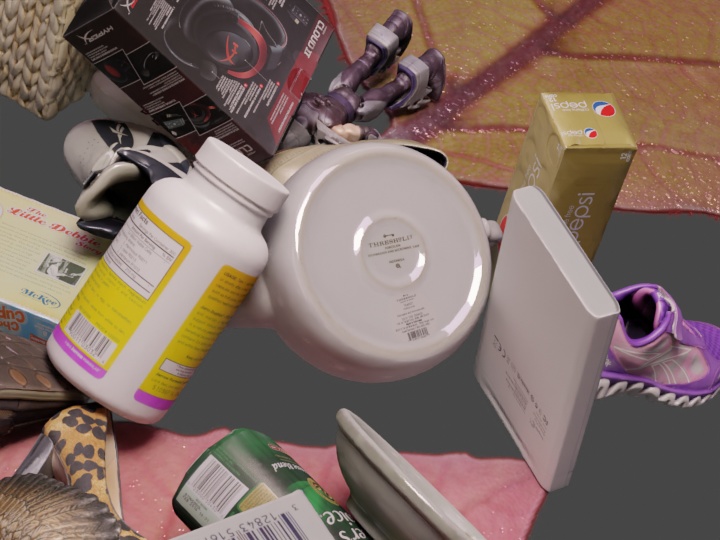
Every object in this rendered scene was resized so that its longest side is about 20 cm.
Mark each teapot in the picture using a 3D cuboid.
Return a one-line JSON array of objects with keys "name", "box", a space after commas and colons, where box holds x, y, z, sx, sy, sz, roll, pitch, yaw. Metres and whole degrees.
[{"name": "teapot", "box": [0.000, 0.000, 1.593, 0.199, 0.146, 0.198, 31, 68, -14]}]

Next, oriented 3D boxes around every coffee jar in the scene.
[{"name": "coffee jar", "box": [-0.033, 0.203, 1.398, 0.085, 0.104, 0.200, -47, 65, 1]}]

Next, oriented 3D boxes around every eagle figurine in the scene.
[{"name": "eagle figurine", "box": [-0.253, 0.188, 1.307, 0.151, 0.200, 0.152, 37, 68, -17]}]

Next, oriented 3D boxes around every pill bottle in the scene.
[{"name": "pill bottle", "box": [-0.137, 0.005, 1.493, 0.104, 0.200, 0.104, 35, 6, -4]}]

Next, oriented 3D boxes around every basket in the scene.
[{"name": "basket", "box": [-0.259, -0.268, 1.752, 0.161, 0.200, 0.198, 37, 48, 14]}]

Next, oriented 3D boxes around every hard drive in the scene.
[{"name": "hard drive", "box": [0.136, 0.053, 1.525, 0.027, 0.201, 0.132, -14, 51, -20]}]

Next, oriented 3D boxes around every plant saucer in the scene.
[{"name": "plant saucer", "box": [0.044, 0.181, 1.418, 0.050, 0.200, 0.200, -47, 64, -1]}]

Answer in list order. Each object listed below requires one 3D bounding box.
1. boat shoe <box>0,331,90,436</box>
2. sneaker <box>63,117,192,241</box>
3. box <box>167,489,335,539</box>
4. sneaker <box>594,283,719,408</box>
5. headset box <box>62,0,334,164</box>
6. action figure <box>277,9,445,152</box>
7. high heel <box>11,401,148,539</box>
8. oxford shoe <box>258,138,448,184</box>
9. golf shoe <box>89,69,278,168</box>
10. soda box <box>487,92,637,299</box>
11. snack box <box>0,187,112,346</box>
[{"name": "boat shoe", "box": [-0.289, 0.091, 1.470, 0.199, 0.074, 0.075, 6, 31, -39]}, {"name": "sneaker", "box": [-0.192, -0.073, 1.604, 0.199, 0.080, 0.129, 42, 11, 31]}, {"name": "box", "box": [-0.105, 0.259, 1.254, 0.183, 0.201, 0.105, -18, 54, -29]}, {"name": "sneaker", "box": [0.231, 0.053, 1.613, 0.199, 0.089, 0.081, 3, 38, -39]}, {"name": "headset box", "box": [-0.119, -0.184, 1.636, 0.200, 0.075, 0.149, 42, 52, -26]}, {"name": "action figure", "box": [-0.010, -0.146, 1.789, 0.130, 0.070, 0.200, 42, 54, 16]}, {"name": "high heel", "box": [-0.154, 0.164, 1.426, 0.199, 0.072, 0.143, 21, 50, 19]}, {"name": "oxford shoe", "box": [-0.020, -0.076, 1.662, 0.199, 0.074, 0.071, -18, 91, -29]}, {"name": "golf shoe", "box": [-0.158, -0.107, 1.701, 0.200, 0.073, 0.092, 35, 49, 19]}, {"name": "soda box", "box": [0.156, -0.047, 1.632, 0.064, 0.201, 0.068, -2, 45, -18]}, {"name": "snack box", "box": [-0.295, -0.015, 1.596, 0.199, 0.037, 0.116, 21, 44, 6]}]
